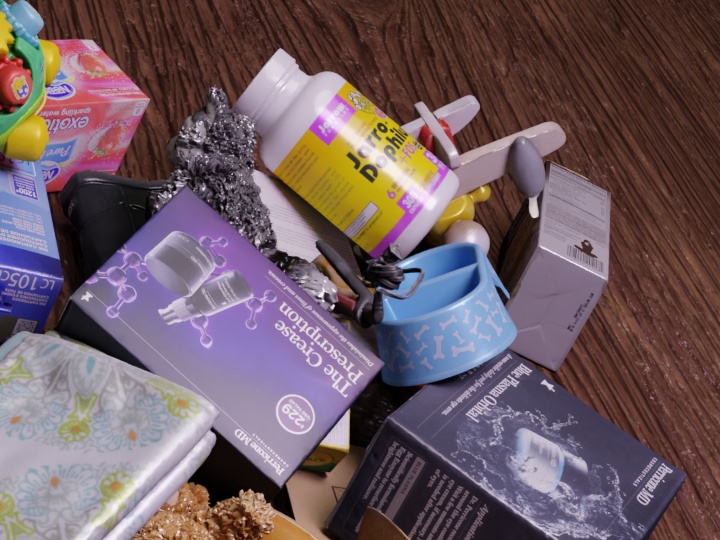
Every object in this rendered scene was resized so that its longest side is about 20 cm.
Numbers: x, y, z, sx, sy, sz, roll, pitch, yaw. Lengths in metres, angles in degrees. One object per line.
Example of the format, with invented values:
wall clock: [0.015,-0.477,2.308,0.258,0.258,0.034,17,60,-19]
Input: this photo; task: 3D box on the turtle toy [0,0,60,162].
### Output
turtle toy: [-0.306,-0.144,1.383,0.144,0.101,0.202,10,56,-12]

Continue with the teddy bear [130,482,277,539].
teddy bear: [-0.126,0.192,1.173,0.201,0.144,0.067,-94,161,-53]

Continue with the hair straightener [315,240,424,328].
hair straightener: [0.000,0.000,1.408,0.041,0.077,0.200,48,-8,-15]

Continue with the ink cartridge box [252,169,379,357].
ink cartridge box: [-0.063,0.000,1.549,0.199,0.045,0.178,17,46,-56]

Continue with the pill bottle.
pill bottle: [-0.017,-0.102,1.574,0.199,0.104,0.104,39,28,-5]

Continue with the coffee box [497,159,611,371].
coffee box: [0.189,-0.008,1.773,0.079,0.115,0.200,25,27,-5]

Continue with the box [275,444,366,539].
box: [0.029,0.197,1.389,0.198,0.021,0.164,13,31,-24]

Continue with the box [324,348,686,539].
box: [0.114,0.174,1.355,0.199,0.118,0.196,35,29,13]

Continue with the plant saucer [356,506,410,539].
plant saucer: [0.050,0.251,1.203,0.035,0.201,0.200,-35,58,-12]

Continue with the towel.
towel: [-0.212,0.125,1.177,0.170,0.049,0.200,21,44,25]

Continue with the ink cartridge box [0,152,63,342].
ink cartridge box: [-0.310,-0.019,1.387,0.135,0.077,0.201,13,34,-27]

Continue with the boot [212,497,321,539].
boot: [-0.056,0.242,1.183,0.201,0.071,0.144,43,24,13]

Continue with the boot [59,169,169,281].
boot: [-0.157,0.002,1.495,0.163,0.066,0.201,4,34,-27]

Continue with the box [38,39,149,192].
box: [-0.296,-0.131,1.553,0.095,0.103,0.199,44,31,26]

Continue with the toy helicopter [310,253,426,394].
toy helicopter: [0.034,0.051,1.552,0.199,0.079,0.133,30,38,-26]

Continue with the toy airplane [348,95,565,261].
toy airplane: [0.082,-0.073,1.701,0.198,0.200,0.142,-6,64,-52]

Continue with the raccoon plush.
raccoon plush: [-0.079,-0.055,1.422,0.198,0.135,0.097,26,-14,13]

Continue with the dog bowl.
dog bowl: [0.061,0.029,1.413,0.200,0.110,0.050,-85,155,-74]

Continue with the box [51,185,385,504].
box: [-0.104,0.060,1.299,0.200,0.079,0.141,41,56,2]

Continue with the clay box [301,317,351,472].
clay box: [-0.106,0.078,1.364,0.198,0.048,0.116,12,57,-17]
